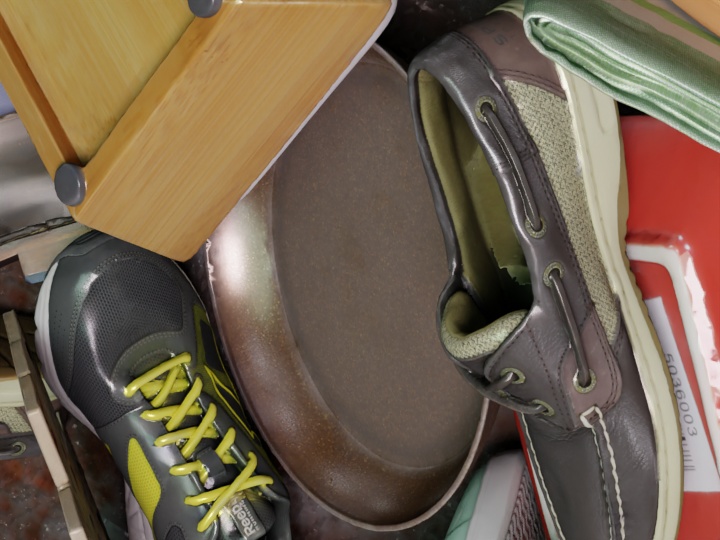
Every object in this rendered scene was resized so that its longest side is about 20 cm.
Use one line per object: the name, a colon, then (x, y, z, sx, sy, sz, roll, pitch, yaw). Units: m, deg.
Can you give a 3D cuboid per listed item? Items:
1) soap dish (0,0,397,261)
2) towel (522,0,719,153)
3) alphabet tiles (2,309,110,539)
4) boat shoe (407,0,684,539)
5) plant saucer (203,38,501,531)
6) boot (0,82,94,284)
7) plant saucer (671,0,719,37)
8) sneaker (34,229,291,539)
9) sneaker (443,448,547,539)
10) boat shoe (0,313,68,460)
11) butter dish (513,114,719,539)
soap dish: (-0.088, -0.126, 0.736, 0.157, 0.081, 0.201, -46, 66, 40)
towel: (0.119, -0.079, 0.645, 0.152, 0.200, 0.023, 27, 117, -8)
alphabet tiles: (-0.104, 0.120, 0.800, 0.008, 0.167, 0.201, -20, 115, -7)
boat shoe: (0.055, 0.013, 0.647, 0.072, 0.066, 0.202, 18, 123, 60)
plant saucer: (0.000, 0.000, 0.769, 0.200, 0.032, 0.202, 24, 120, 50)
boot: (-0.188, -0.034, 0.841, 0.199, 0.075, 0.098, -11, 92, 0)
plant saucer: (0.151, -0.110, 0.645, 0.199, 0.200, 0.038, 33, 123, 7)
sneaker: (-0.067, 0.071, 0.811, 0.084, 0.074, 0.201, 23, 140, 51)
sneaker: (0.004, 0.154, 0.786, 0.117, 0.201, 0.074, 2, 142, 27)
boat shoe: (-0.221, 0.063, 0.850, 0.199, 0.073, 0.065, -2, 116, -14)
butter dish: (0.148, 0.027, 0.722, 0.199, 0.147, 0.201, 6, 113, 63)
